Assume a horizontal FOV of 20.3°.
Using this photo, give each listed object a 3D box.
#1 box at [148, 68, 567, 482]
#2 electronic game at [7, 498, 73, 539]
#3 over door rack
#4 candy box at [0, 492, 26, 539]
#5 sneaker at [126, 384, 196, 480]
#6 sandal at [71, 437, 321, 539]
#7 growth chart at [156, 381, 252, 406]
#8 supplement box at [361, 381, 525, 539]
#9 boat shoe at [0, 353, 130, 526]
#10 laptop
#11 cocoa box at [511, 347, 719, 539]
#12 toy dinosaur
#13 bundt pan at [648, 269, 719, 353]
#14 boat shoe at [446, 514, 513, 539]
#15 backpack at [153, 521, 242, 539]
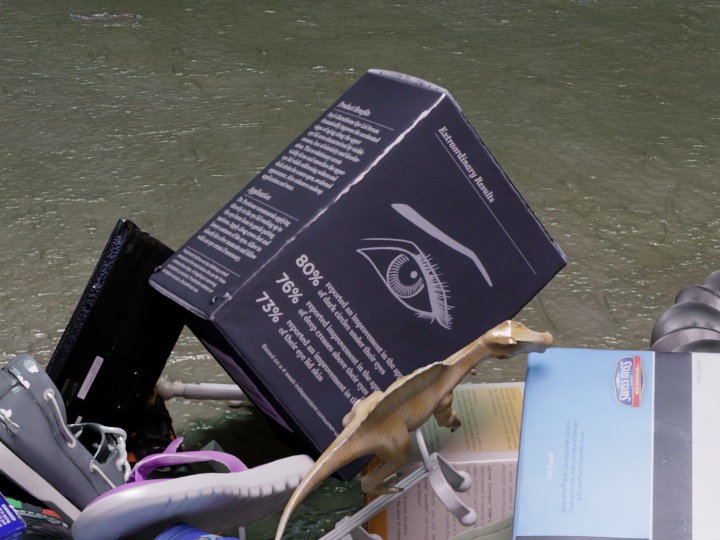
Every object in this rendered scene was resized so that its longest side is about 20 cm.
[{"bbox_3d":[0.000,0.000,1.217,0.200,0.148,0.104,-43,28,-12],"label":"box"},{"bbox_3d":[-0.204,0.170,1.226,0.199,0.042,0.200,14,4,-1],"label":"electronic game"},{"bbox_3d":[-0.012,0.139,1.251,0.148,0.067,0.200,-35,28,5],"label":"over door rack"},{"bbox_3d":[-0.292,0.192,1.044,0.077,0.169,0.200,46,39,19],"label":"candy box"},{"bbox_3d":[-0.151,0.117,1.331,0.070,0.090,0.200,11,3,-29],"label":"sneaker"},{"bbox_3d":[-0.099,0.122,1.133,0.082,0.050,0.202,-35,-18,24],"label":"sandal"},{"bbox_3d":[-0.065,0.090,1.457,0.144,0.018,0.200,1,-5,10],"label":"growth chart"},{"bbox_3d":[0.101,0.132,1.362,0.199,0.074,0.126,-2,20,-1],"label":"supplement box"},{"bbox_3d":[-0.154,0.115,1.149,0.073,0.200,0.062,28,76,43],"label":"boat shoe"},{"bbox_3d":[-0.183,0.057,1.270,0.103,0.178,0.200,22,-6,23],"label":"laptop"},{"bbox_3d":[0.150,0.158,1.115,0.131,0.134,0.200,2,45,7],"label":"cocoa box"},{"bbox_3d":[0.013,0.084,1.116,0.200,0.101,0.058,-36,75,-17],"label":"toy dinosaur"},{"bbox_3d":[0.298,0.064,1.456,0.201,0.076,0.202,-9,38,7],"label":"bundt pan"},{"bbox_3d":[0.111,0.182,1.235,0.201,0.061,0.072,-12,57,-30],"label":"boat shoe"},{"bbox_3d":[-0.117,0.215,1.052,0.200,0.135,0.182,10,21,33],"label":"backpack"}]
